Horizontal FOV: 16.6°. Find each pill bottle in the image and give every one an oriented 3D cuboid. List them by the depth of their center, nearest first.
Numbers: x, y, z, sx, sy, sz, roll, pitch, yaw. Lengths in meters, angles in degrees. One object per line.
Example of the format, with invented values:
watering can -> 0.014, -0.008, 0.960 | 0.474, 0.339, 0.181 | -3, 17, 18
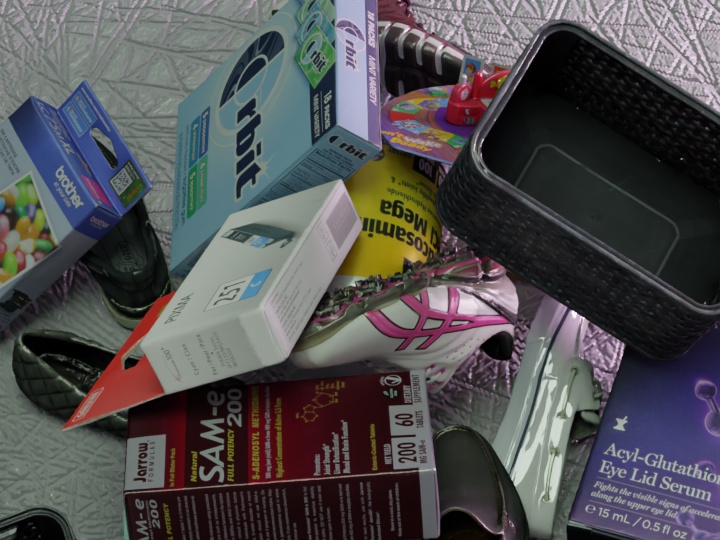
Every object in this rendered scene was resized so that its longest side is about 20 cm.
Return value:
pill bottle -> 0.000, 0.000, 1.772 | 0.112, 0.113, 0.201 | 2, 59, 8

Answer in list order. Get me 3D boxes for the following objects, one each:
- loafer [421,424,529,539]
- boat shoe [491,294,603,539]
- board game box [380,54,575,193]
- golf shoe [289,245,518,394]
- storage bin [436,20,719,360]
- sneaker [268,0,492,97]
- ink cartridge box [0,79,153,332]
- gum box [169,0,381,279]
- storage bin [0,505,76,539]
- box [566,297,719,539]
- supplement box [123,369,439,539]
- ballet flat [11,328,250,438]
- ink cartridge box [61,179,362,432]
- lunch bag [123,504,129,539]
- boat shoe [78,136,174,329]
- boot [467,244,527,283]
loafer -> 0.073, 0.175, 1.614 | 0.072, 0.072, 0.201 | -16, 47, 6
boat shoe -> 0.139, 0.097, 1.728 | 0.066, 0.074, 0.201 | 17, 74, 13
board game box -> 0.112, -0.111, 1.758 | 0.199, 0.039, 0.158 | 16, 26, 20
golf shoe -> 0.035, 0.042, 1.665 | 0.199, 0.072, 0.093 | -17, 96, -39
storage bin -> 0.167, -0.052, 1.629 | 0.199, 0.094, 0.136 | 32, 65, 1
sneaker -> 0.038, -0.195, 1.915 | 0.199, 0.076, 0.116 | 22, 54, 14
ink cartridge box -> -0.256, -0.041, 1.821 | 0.200, 0.042, 0.120 | -40, 59, 11
gum box -> -0.063, -0.106, 1.798 | 0.044, 0.200, 0.171 | 27, 43, -29
storage bin -> -0.227, 0.276, 1.638 | 0.134, 0.094, 0.201 | -20, 57, -6
box -> 0.236, 0.127, 1.672 | 0.147, 0.105, 0.201 | 13, 61, 14
supplement box -> -0.051, 0.125, 1.600 | 0.199, 0.061, 0.109 | -5, 35, 0
ballet flat -> -0.159, 0.088, 1.767 | 0.199, 0.057, 0.067 | 11, 61, 13
ink cartridge box -> -0.104, 0.021, 1.654 | 0.175, 0.045, 0.200 | -18, 20, 23
lunch bag -> -0.072, 0.203, 1.648 | 0.169, 0.122, 0.201 | -7, 56, 3
boat shoe -> -0.200, -0.049, 1.852 | 0.074, 0.066, 0.200 | -22, 58, -7
boot -> 0.175, -0.039, 1.782 | 0.199, 0.107, 0.075 | 1, 56, 5
